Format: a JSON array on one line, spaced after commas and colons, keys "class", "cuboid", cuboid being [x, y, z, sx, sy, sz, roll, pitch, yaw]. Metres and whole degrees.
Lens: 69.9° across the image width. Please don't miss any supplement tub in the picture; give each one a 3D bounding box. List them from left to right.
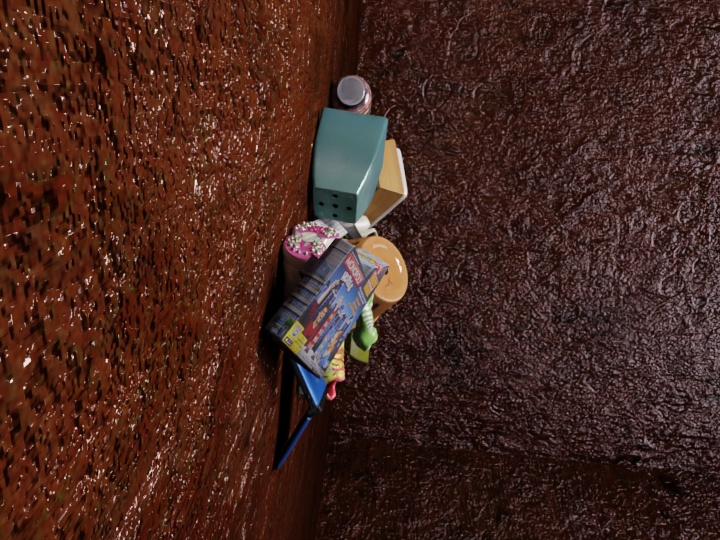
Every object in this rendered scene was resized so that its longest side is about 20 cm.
[{"class": "supplement tub", "cuboid": [-0.023, -0.445, 1.355, 0.200, 0.106, 0.108, -88, -177, -85]}]

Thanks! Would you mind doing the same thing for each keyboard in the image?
[{"class": "keyboard", "cuboid": [-0.068, -0.082, 1.046, 0.056, 0.011, 0.200, 53, 17, -3]}]

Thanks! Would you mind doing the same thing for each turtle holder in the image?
[{"class": "turtle holder", "cuboid": [-0.031, 0.048, 0.895, 0.141, 0.184, 0.133, -44, 148, -50]}]

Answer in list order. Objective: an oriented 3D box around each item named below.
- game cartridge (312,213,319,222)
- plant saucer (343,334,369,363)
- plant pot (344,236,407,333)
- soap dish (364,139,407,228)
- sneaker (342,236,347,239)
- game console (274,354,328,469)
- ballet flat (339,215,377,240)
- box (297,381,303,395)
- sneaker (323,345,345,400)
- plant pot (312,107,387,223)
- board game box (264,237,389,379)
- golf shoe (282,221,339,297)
[{"class": "game cartridge", "cuboid": [-0.085, -0.150, 1.214, 0.133, 0.040, 0.202, 104, -7, -62]}, {"class": "plant saucer", "cuboid": [-0.059, 0.141, 1.433, 0.048, 0.199, 0.202, -19, 122, -46]}, {"class": "plant pot", "cuboid": [0.003, 0.016, 1.064, 0.139, 0.199, 0.202, -24, -131, 41]}, {"class": "soap dish", "cuboid": [0.023, -0.204, 1.257, 0.200, 0.081, 0.159, -37, -128, 48]}, {"class": "sneaker", "cuboid": [-0.079, -0.078, 1.290, 0.075, 0.084, 0.200, 54, 5, -35]}, {"class": "game console", "cuboid": [-0.127, 0.233, 0.942, 0.200, 0.118, 0.172, 103, -38, -86]}, {"class": "ballet flat", "cuboid": [-0.002, -0.093, 1.241, 0.200, 0.068, 0.068, 50, 9, -51]}, {"class": "box", "cuboid": [-0.109, 0.154, 1.131, 0.137, 0.037, 0.202, -85, 180, -58]}, {"class": "sneaker", "cuboid": [-0.066, 0.229, 1.267, 0.078, 0.090, 0.202, -7, 120, -51]}, {"class": "plant pot", "cuboid": [-0.033, -0.205, 1.064, 0.142, 0.140, 0.201, 95, 6, -56]}, {"class": "board game box", "cuboid": [-0.042, 0.035, 0.731, 0.200, 0.061, 0.200, -54, 158, -15]}, {"class": "golf shoe", "cuboid": [-0.083, -0.020, 0.805, 0.200, 0.075, 0.092, -61, 166, -71]}]
